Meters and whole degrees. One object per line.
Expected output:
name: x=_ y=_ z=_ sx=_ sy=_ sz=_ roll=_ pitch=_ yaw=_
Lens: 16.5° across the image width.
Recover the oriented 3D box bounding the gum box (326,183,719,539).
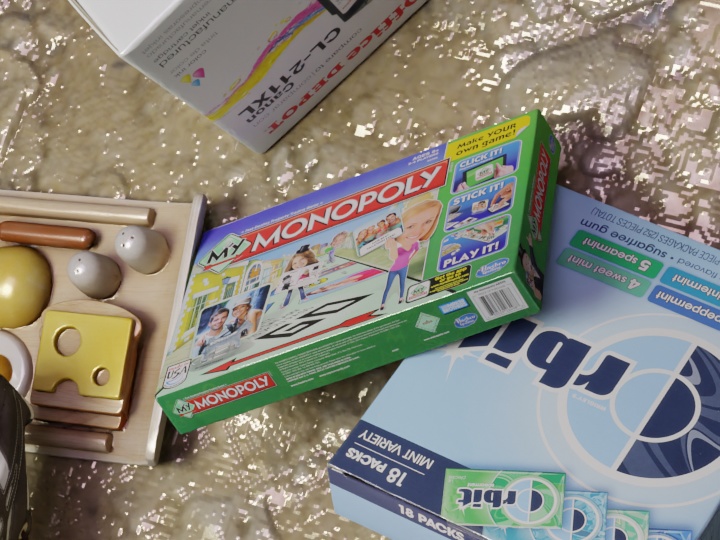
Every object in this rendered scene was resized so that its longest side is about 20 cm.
gum box: x=0.108 y=0.064 z=1.171 sx=0.169 sy=0.045 sz=0.200 roll=23 pitch=56 yaw=23

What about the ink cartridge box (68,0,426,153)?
ink cartridge box: x=-0.053 y=-0.155 z=1.248 sx=0.146 sy=0.200 sz=0.083 roll=-43 pitch=70 yaw=6

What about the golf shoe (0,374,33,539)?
golf shoe: x=-0.200 y=0.142 z=1.242 sx=0.077 sy=0.094 sz=0.201 roll=2 pitch=76 yaw=31

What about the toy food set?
toy food set: x=-0.183 y=0.022 z=1.326 sx=0.199 sy=0.060 sz=0.144 roll=5 pitch=78 yaw=21

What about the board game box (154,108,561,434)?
board game box: x=0.000 y=0.000 z=1.226 sx=0.199 sy=0.029 sz=0.135 roll=-20 pitch=33 yaw=23
